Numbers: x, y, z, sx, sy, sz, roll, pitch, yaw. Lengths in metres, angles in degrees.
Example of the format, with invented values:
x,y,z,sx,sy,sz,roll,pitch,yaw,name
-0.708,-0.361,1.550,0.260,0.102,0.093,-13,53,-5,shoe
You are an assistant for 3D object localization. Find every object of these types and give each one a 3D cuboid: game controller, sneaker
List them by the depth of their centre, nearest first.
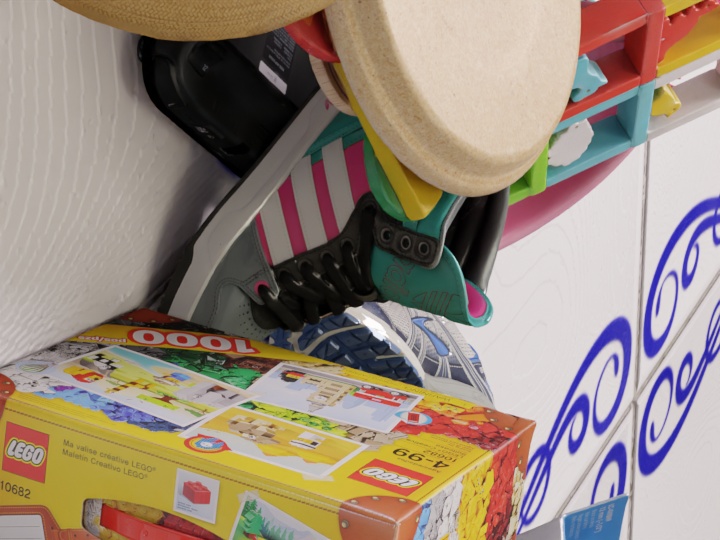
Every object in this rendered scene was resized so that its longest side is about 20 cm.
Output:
x,y,z,sx,sy,sz,roll,pitch,yaw,name
0.000,0.000,1.075,0.201,0.121,0.084,-53,155,1,sneaker
-0.048,-0.099,1.088,0.200,0.042,0.105,41,51,-65,game controller
0.010,0.041,1.257,0.200,0.077,0.086,41,36,-51,sneaker

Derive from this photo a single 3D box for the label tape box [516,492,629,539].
x,y,z,sx,sy,sz,roll,pitch,yaw,name
0.069,0.215,1.314,0.199,0.066,0.144,-20,151,-11,label tape box

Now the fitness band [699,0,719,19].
x,y,z,sx,sy,sz,roll,pitch,yaw,name
0.128,-0.156,1.237,0.200,0.143,0.038,6,97,-62,fitness band

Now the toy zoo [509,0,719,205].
x,y,z,sx,sy,sz,roll,pitch,yaw,name
0.137,-0.100,1.169,0.199,0.021,0.131,-25,155,-9,toy zoo

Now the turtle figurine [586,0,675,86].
x,y,z,sx,sy,sz,roll,pitch,yaw,name
0.125,-0.123,1.391,0.200,0.100,0.150,-52,143,-30,turtle figurine

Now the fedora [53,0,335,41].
x,y,z,sx,sy,sz,roll,pitch,yaw,name
-0.069,-0.173,0.883,0.202,0.199,0.082,-69,-165,-16,fedora

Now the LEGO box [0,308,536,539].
x,y,z,sx,sy,sz,roll,pitch,yaw,name
-0.048,0.090,0.976,0.149,0.199,0.078,-25,127,-62,LEGO box

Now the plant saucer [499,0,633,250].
x,y,z,sx,sy,sz,roll,pitch,yaw,name
0.067,-0.076,1.226,0.199,0.051,0.201,-26,155,-13,plant saucer

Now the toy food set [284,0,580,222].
x,y,z,sx,sy,sz,roll,pitch,yaw,name
0.031,-0.129,1.000,0.198,0.048,0.201,-53,127,-45,toy food set
